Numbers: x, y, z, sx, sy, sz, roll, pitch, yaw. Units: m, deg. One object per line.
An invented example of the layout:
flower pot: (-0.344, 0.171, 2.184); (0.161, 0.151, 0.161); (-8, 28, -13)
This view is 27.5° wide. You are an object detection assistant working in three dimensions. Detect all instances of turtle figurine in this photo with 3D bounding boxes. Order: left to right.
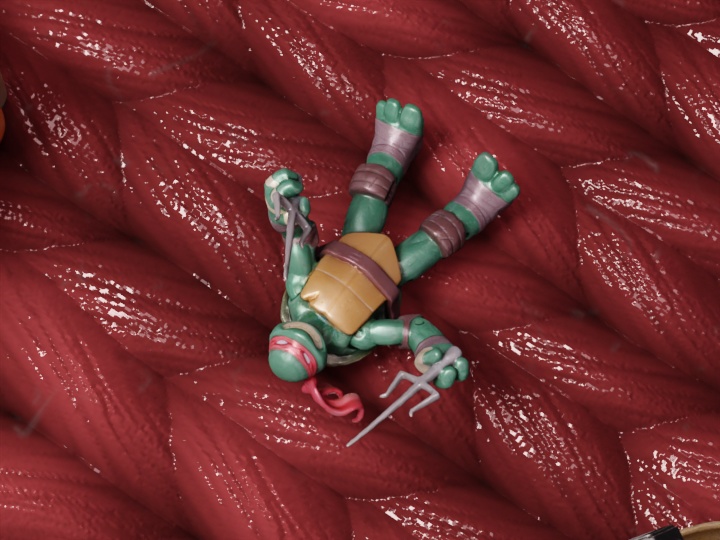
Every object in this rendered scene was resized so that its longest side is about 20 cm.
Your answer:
turtle figurine: (0.000, 0.000, 0.829); (0.150, 0.101, 0.200); (42, 59, -9)

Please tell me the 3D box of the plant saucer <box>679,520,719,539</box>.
plant saucer: (0.208, 0.242, 0.817); (0.199, 0.035, 0.201); (2, 75, -6)

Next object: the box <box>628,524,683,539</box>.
box: (0.097, 0.239, 0.746); (0.199, 0.043, 0.161); (-28, 76, 25)

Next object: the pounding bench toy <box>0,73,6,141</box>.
pounding bench toy: (-0.269, -0.124, 0.820); (0.155, 0.124, 0.201); (23, 74, 1)
